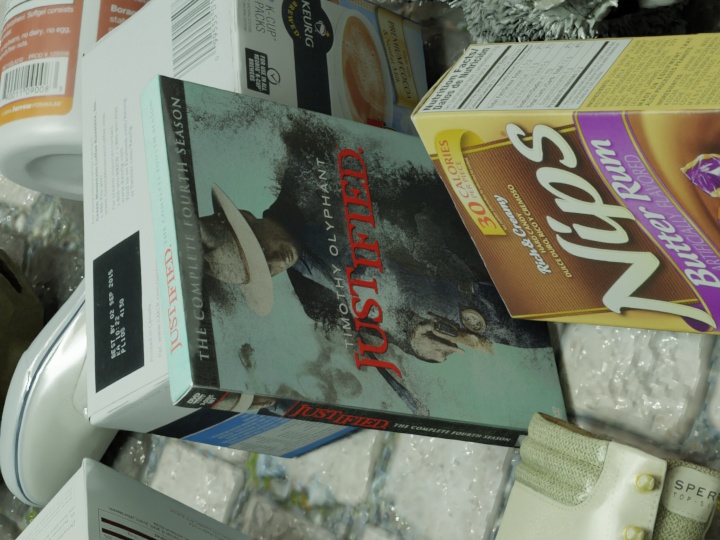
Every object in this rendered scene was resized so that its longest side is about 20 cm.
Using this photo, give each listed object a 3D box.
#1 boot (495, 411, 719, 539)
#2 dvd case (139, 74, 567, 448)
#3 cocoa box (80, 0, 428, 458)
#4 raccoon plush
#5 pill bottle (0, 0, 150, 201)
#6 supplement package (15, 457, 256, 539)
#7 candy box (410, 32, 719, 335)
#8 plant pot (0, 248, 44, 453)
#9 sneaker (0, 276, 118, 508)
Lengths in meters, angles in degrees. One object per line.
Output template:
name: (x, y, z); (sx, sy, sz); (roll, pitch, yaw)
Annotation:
boot: (0.114, 0.153, 0.711); (0.199, 0.072, 0.156); (24, 90, 45)
dvd case: (0.000, 0.000, 0.779); (0.022, 0.198, 0.147); (-38, 51, 45)
cocoa box: (-0.048, -0.028, 0.874); (0.133, 0.130, 0.202); (-28, 58, 42)
raccoon plush: (0.058, -0.132, 0.793); (0.198, 0.134, 0.098); (-1, 81, 29)
pill bottle: (-0.148, -0.150, 1.031); (0.111, 0.112, 0.202); (-11, 68, 40)
supplement package: (-0.115, 0.239, 0.807); (0.191, 0.146, 0.201); (-47, 31, 22)
candy box: (0.127, -0.033, 0.724); (0.199, 0.117, 0.057); (4, 44, 45)
plant pot: (-0.286, 0.068, 1.046); (0.182, 0.200, 0.202); (-22, 61, 24)
sneaker: (-0.131, 0.046, 0.974); (0.071, 0.073, 0.201); (35, 100, 47)
